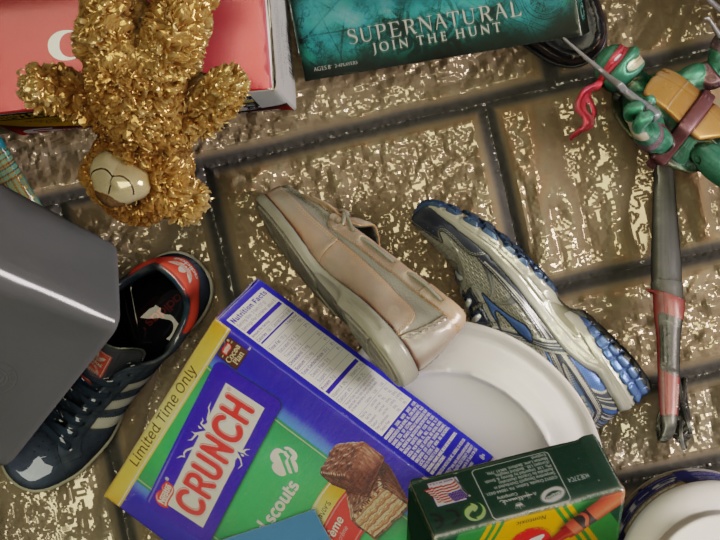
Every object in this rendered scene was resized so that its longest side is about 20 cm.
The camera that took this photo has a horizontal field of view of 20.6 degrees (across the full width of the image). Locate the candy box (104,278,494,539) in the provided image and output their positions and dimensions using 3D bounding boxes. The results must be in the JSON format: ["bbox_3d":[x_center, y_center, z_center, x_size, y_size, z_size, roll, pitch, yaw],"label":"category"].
[{"bbox_3d":[-0.043,0.135,1.312,0.200,0.077,0.169,36,119,6],"label":"candy box"}]

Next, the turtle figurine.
[{"bbox_3d":[0.224,-0.108,1.322,0.200,0.101,0.150,38,59,0],"label":"turtle figurine"}]

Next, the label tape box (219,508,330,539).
[{"bbox_3d":[-0.051,0.272,1.293,0.144,0.063,0.201,-22,104,28],"label":"label tape box"}]

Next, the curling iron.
[{"bbox_3d":[0.206,0.022,1.349,0.025,0.050,0.201,-3,82,3],"label":"curling iron"}]

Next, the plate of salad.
[{"bbox_3d":[0.071,0.123,1.331,0.199,0.048,0.201,8,112,20],"label":"plate of salad"}]

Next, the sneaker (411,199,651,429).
[{"bbox_3d":[0.099,0.036,1.338,0.200,0.077,0.085,45,96,5],"label":"sneaker"}]

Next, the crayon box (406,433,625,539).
[{"bbox_3d":[0.094,0.202,1.267,0.126,0.201,0.051,-13,45,-13],"label":"crayon box"}]

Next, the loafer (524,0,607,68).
[{"bbox_3d":[0.100,-0.226,1.351,0.072,0.063,0.200,-33,86,1],"label":"loafer"}]

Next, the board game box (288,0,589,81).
[{"bbox_3d":[0.045,-0.210,1.334,0.199,0.028,0.136,-8,100,20],"label":"board game box"}]

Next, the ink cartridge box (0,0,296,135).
[{"bbox_3d":[-0.152,-0.145,1.310,0.199,0.176,0.084,-5,88,4],"label":"ink cartridge box"}]

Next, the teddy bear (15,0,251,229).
[{"bbox_3d":[-0.138,-0.115,1.223,0.144,0.067,0.201,22,117,-9],"label":"teddy bear"}]

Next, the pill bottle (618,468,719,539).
[{"bbox_3d":[0.220,0.191,1.259,0.119,0.200,0.120,0,87,4],"label":"pill bottle"}]

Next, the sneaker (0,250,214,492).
[{"bbox_3d":[-0.181,0.067,1.349,0.075,0.085,0.200,37,91,4],"label":"sneaker"}]

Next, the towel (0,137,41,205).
[{"bbox_3d":[-0.290,-0.025,1.359,0.146,0.022,0.201,-29,107,3],"label":"towel"}]

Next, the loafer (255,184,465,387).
[{"bbox_3d":[0.000,0.000,1.316,0.063,0.072,0.200,-34,46,-7],"label":"loafer"}]

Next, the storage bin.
[{"bbox_3d":[-0.253,0.029,1.301,0.134,0.146,0.200,24,124,-28],"label":"storage bin"}]
